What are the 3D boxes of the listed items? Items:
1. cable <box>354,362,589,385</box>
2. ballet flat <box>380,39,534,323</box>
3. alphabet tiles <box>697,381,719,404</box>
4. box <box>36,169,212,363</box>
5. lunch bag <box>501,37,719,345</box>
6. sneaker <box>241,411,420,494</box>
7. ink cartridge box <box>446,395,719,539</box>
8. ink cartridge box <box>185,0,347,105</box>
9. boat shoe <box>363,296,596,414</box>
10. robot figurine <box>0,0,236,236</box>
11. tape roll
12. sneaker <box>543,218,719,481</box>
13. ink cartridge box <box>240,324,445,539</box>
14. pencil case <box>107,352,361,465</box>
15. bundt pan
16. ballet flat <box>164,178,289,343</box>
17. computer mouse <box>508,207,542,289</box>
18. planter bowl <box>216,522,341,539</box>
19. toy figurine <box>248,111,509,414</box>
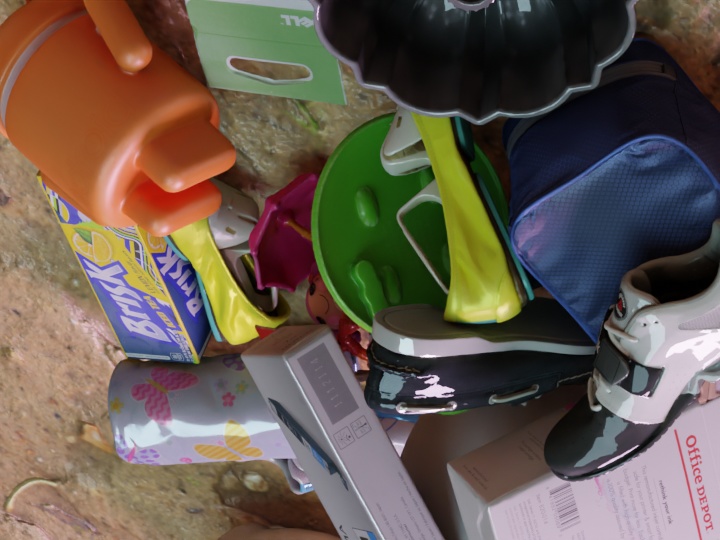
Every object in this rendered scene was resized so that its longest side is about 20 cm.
[{"bbox_3d":[0.095,0.052,1.455,0.199,0.097,0.051,5,126,29],"label":"cable"},{"bbox_3d":[0.050,-0.059,1.289,0.067,0.201,0.067,-19,164,6],"label":"ballet flat"},{"bbox_3d":[0.248,0.117,1.412,0.165,0.006,0.201,-8,114,-25],"label":"alphabet tiles"},{"bbox_3d":[-0.168,-0.020,1.537,0.070,0.065,0.201,3,138,23],"label":"box"},{"bbox_3d":[0.186,-0.037,1.294,0.135,0.133,0.200,-29,122,23],"label":"lunch bag"},{"bbox_3d":[-0.016,0.148,1.641,0.198,0.087,0.075,12,139,11],"label":"sneaker"},{"bbox_3d":[0.168,0.143,1.339,0.067,0.199,0.118,43,153,60],"label":"ink cartridge box"},{"bbox_3d":[-0.059,-0.200,1.277,0.103,0.060,0.201,8,140,17],"label":"ink cartridge box"},{"bbox_3d":[0.087,0.057,1.315,0.199,0.076,0.061,2,113,-29],"label":"boat shoe"},{"bbox_3d":[-0.173,-0.109,1.368,0.200,0.117,0.144,39,170,22],"label":"robot figurine"},{"bbox_3d":[0.141,0.170,1.465,0.203,0.203,0.139,54,170,-33],"label":"tape roll"},{"bbox_3d":[0.169,0.042,1.230,0.088,0.074,0.200,37,111,-25],"label":"sneaker"},{"bbox_3d":[-0.019,0.134,1.444,0.201,0.045,0.176,62,161,-8],"label":"ink cartridge box"},{"bbox_3d":[-0.096,0.101,1.594,0.198,0.091,0.083,-6,142,14],"label":"pencil case"},{"bbox_3d":[0.067,-0.186,1.203,0.200,0.076,0.203,5,133,5],"label":"bundt pan"},{"bbox_3d":[-0.099,-0.021,1.498,0.067,0.067,0.201,-10,138,11],"label":"ballet flat"},{"bbox_3d":[0.145,0.001,1.410,0.199,0.034,0.059,30,142,11],"label":"computer mouse"},{"bbox_3d":[-0.075,0.303,1.788,0.134,0.200,0.201,35,149,29],"label":"planter bowl"},{"bbox_3d":[0.000,0.000,1.410,0.184,0.149,0.201,-5,104,61],"label":"toy figurine"}]
